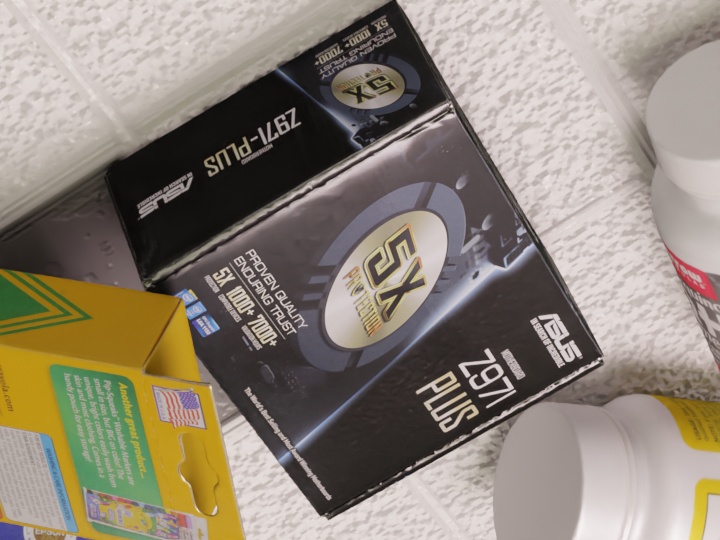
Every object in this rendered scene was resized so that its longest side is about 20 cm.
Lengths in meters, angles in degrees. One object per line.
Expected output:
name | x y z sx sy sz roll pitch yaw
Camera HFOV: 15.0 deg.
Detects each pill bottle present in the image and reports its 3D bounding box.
pill bottle | 0.179 0.126 1.465 0.199 0.115 0.115 8 126 -26
pill bottle | 0.207 -0.018 1.354 0.110 0.111 0.200 -27 133 3

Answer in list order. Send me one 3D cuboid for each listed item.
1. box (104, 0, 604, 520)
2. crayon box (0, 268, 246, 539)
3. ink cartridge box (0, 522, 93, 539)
box | 0.000 0.000 1.307 0.163 0.086 0.200 -29 133 4
crayon box | -0.141 0.063 1.262 0.199 0.052 0.126 9 135 19
ink cartridge box | -0.214 0.202 1.329 0.198 0.041 0.201 2 98 1
